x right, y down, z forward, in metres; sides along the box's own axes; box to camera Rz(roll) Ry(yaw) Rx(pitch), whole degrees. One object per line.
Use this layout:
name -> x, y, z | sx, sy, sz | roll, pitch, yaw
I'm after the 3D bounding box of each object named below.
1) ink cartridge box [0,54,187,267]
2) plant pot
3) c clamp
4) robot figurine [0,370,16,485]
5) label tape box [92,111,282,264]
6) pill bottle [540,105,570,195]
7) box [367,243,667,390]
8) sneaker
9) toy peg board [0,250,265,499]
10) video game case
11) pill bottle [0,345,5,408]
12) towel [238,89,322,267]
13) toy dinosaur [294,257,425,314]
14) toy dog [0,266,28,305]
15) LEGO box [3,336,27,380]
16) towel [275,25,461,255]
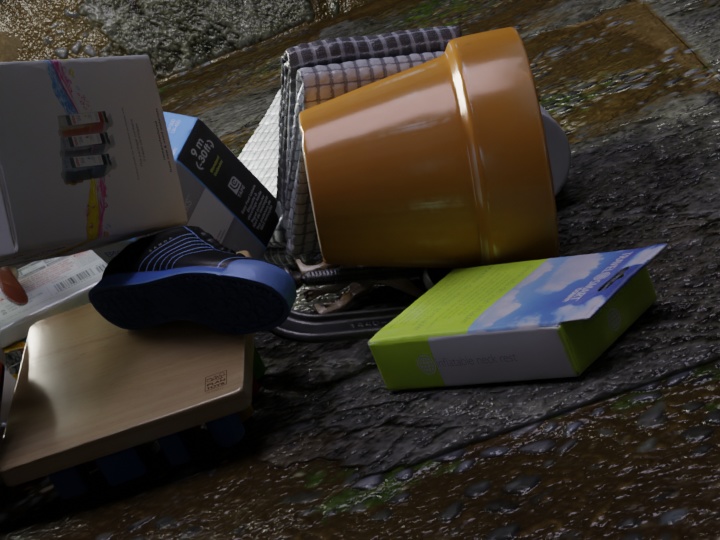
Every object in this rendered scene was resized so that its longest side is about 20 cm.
ink cartridge box -> -0.263, -0.080, 1.300 | 0.145, 0.145, 0.200 | -12, 0, 34
plant pot -> 0.050, -0.081, 1.343 | 0.183, 0.200, 0.200 | -10, 16, 0
c clamp -> 0.007, 0.015, 1.371 | 0.200, 0.027, 0.171 | -8, 29, -17
robot figurine -> -0.356, 0.138, 1.381 | 0.200, 0.113, 0.170 | -17, 33, 17
label tape box -> -0.170, -0.058, 1.496 | 0.066, 0.200, 0.143 | -4, 51, 40
pill bottle -> 0.125, -0.118, 1.594 | 0.113, 0.113, 0.200 | -24, 15, -6
box -> 0.118, 0.034, 1.208 | 0.200, 0.048, 0.122 | -7, 22, 43
sneaker -> -0.122, 0.000, 1.289 | 0.200, 0.070, 0.078 | 0, 45, 37
toy peg board -> -0.164, 0.103, 1.323 | 0.200, 0.098, 0.199 | -19, 31, 9
video game case -> -0.325, 0.007, 1.548 | 0.200, 0.023, 0.182 | -26, 37, -16
pill bottle -> -0.325, 0.112, 1.241 | 0.112, 0.200, 0.112 | 2, -19, 1
towel -> -0.059, -0.095, 1.688 | 0.166, 0.086, 0.200 | 0, 55, 54
toy dinosaur -> 0.000, 0.000, 1.468 | 0.101, 0.058, 0.200 | -23, 15, -8
toy dog -> -0.343, 0.019, 1.436 | 0.132, 0.096, 0.200 | -5, 10, 43
LEGO box -> -0.271, 0.069, 1.564 | 0.149, 0.077, 0.200 | -10, 19, 37
towel -> 0.009, -0.118, 1.477 | 0.165, 0.200, 0.086 | -10, 45, -18
